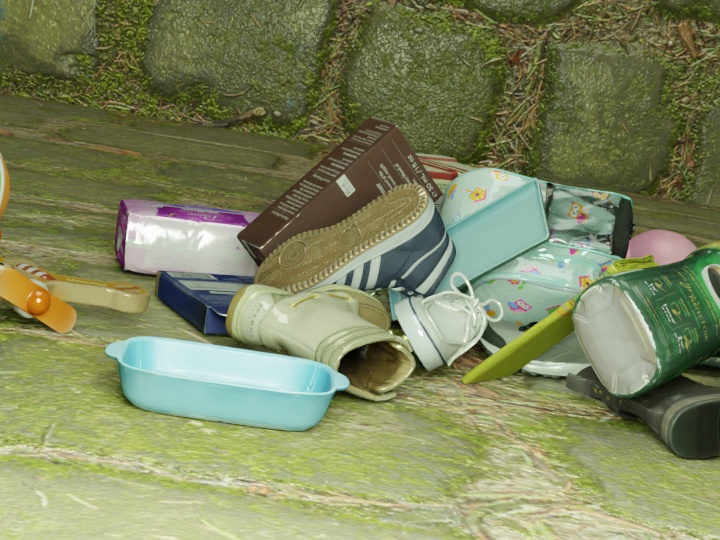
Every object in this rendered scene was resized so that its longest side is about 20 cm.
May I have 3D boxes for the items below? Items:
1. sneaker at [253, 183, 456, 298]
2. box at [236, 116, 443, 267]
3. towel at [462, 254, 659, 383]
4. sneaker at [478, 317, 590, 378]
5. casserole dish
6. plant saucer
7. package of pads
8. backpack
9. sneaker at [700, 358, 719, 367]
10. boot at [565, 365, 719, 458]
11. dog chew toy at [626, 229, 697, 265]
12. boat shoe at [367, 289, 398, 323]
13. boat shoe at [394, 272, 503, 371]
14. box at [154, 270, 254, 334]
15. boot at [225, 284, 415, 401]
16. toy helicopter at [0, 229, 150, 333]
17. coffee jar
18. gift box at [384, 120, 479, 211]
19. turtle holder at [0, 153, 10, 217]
[{"bbox_3d":[0.000,0.000,1.566,0.109,0.199,0.071,49,19,-46],"label":"sneaker"},{"bbox_3d":[-0.021,-0.059,1.679,0.100,0.200,0.075,52,-11,-26],"label":"box"},{"bbox_3d":[0.184,0.046,1.481,0.086,0.200,0.018,-3,59,-52],"label":"towel"},{"bbox_3d":[0.212,0.070,1.589,0.198,0.080,0.074,12,12,22],"label":"sneaker"},{"bbox_3d":[-0.109,0.092,1.285,0.198,0.039,0.121,9,9,-4],"label":"casserole dish"},{"bbox_3d":[0.106,-0.018,1.581,0.199,0.071,0.019,-30,-36,33],"label":"plant saucer"},{"bbox_3d":[-0.179,-0.031,1.819,0.198,0.077,0.120,7,9,-14],"label":"package of pads"},{"bbox_3d":[0.169,-0.014,1.676,0.198,0.154,0.176,21,-29,2],"label":"backpack"},{"bbox_3d":[0.401,0.077,1.723,0.199,0.080,0.130,1,11,-37],"label":"sneaker"},{"bbox_3d":[0.309,0.114,1.451,0.198,0.070,0.174,3,12,-22],"label":"boot"},{"bbox_3d":[0.310,0.012,1.915,0.198,0.126,0.125,2,9,6],"label":"dog chew toy"},{"bbox_3d":[0.035,0.022,1.744,0.198,0.063,0.073,5,11,-23],"label":"boat shoe"},{"bbox_3d":[0.093,0.047,1.518,0.086,0.075,0.202,-30,-9,10],"label":"boat shoe"},{"bbox_3d":[-0.122,0.037,1.604,0.120,0.033,0.200,4,9,-25],"label":"box"},{"bbox_3d":[-0.005,0.065,1.443,0.154,0.073,0.199,22,10,39],"label":"boot"},{"bbox_3d":[-0.287,0.015,1.464,0.198,0.080,0.132,9,10,-24],"label":"toy helicopter"},{"bbox_3d":[0.287,0.039,1.413,0.199,0.105,0.085,-15,-18,-39],"label":"coffee jar"},{"bbox_3d":[0.070,-0.068,1.923,0.183,0.202,0.186,8,7,-34],"label":"gift box"},{"bbox_3d":[-0.473,-0.083,1.753,0.184,0.142,0.132,-29,-12,7],"label":"turtle holder"}]
